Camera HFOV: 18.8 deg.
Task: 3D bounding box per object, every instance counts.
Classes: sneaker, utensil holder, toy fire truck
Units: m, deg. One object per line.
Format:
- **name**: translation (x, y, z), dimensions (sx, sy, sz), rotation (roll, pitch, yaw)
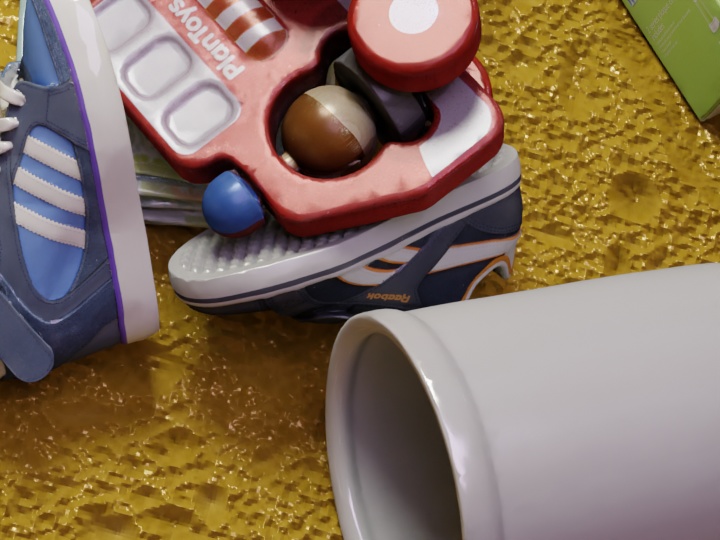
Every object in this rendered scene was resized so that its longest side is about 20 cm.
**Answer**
- **sneaker**: translation (0.000, 0.000, 1.123), dimensions (0.199, 0.078, 0.080), rotation (-19, 117, -21)
- **sneaker**: translation (-0.184, -0.040, 1.059), dimensions (0.146, 0.081, 0.201), rotation (-12, 111, -8)
- **utensil holder**: translation (0.104, 0.088, 1.082), dimensions (0.199, 0.170, 0.170), rotation (-10, 71, -22)
- **toy fire truck**: translation (-0.032, -0.100, 1.101), dimensions (0.168, 0.112, 0.200), rotation (-38, 69, -7)

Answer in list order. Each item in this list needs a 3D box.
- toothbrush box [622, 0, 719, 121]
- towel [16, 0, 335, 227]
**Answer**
- **toothbrush box**: translation (0.217, -0.212, 1.279), dimensions (0.145, 0.086, 0.200), rotation (-27, 78, -23)
- **towel**: translation (-0.099, -0.116, 1.175), dimensions (0.171, 0.048, 0.201), rotation (6, 67, -16)
